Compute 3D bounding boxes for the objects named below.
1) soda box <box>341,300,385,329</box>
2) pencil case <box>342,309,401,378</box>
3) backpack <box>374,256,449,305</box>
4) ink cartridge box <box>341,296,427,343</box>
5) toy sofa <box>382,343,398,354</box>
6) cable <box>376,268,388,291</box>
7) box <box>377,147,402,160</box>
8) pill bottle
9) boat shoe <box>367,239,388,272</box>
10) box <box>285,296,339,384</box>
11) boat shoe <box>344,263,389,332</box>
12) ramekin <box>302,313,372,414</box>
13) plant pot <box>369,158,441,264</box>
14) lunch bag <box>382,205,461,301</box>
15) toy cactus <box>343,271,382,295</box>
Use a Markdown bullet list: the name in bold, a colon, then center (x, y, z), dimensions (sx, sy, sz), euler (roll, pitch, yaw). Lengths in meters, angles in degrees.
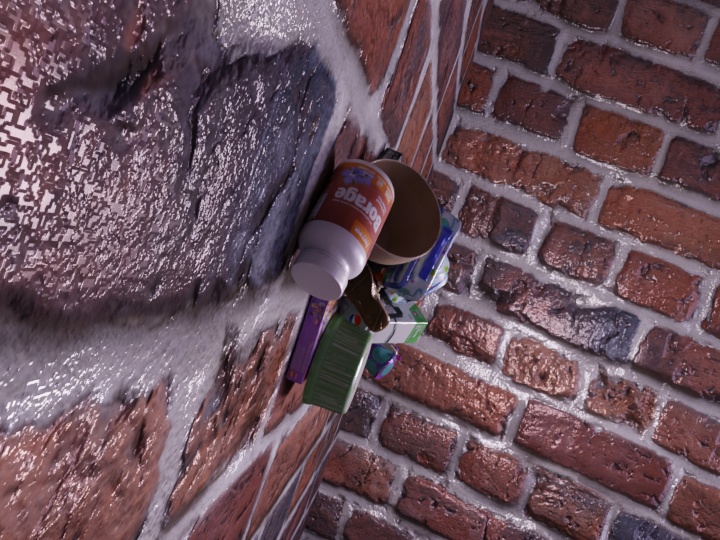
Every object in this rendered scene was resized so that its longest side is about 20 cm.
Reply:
- **soda box**: center (-0.027, 0.140, 1.312), dimensions (0.202, 0.068, 0.063), euler (-53, 173, 14)
- **pencil case**: center (0.014, 0.196, 1.478), dimensions (0.091, 0.200, 0.086), euler (-35, 156, -17)
- **backpack**: center (0.135, -0.003, 1.428), dimensions (0.199, 0.153, 0.165), euler (-39, -152, 22)
- **ink cartridge box**: center (0.063, 0.115, 1.471), dimensions (0.195, 0.148, 0.084), euler (5, 130, -39)
- **toy sofa**: center (0.021, 0.211, 1.590), dimensions (0.195, 0.100, 0.083), euler (-23, -165, 25)
- **cable**: center (0.079, -0.039, 1.291), dimensions (0.097, 0.049, 0.206), euler (-37, 144, -62)
- **box**: center (0.034, -0.170, 1.251), dimensions (0.201, 0.045, 0.163), euler (-59, 167, -54)
- **pill bottle**: center (-0.028, -0.062, 0.832), dimensions (0.113, 0.109, 0.204), euler (100, 13, -58)
- **boat shoe**: center (0.053, -0.085, 1.226), dimensions (0.062, 0.073, 0.205), euler (-31, -149, 43)
- **box**: center (-0.090, 0.118, 1.133), dimensions (0.137, 0.038, 0.206), euler (-35, 144, -78)
- **boat shoe**: center (-0.002, 0.038, 1.165), dimensions (0.205, 0.072, 0.066), euler (68, -8, -25)
- **ramekin**: center (-0.045, 0.206, 1.176), dimensions (0.200, 0.095, 0.206), euler (21, 89, -84)
- **plant pot**: center (0.045, -0.097, 1.086), dimensions (0.134, 0.197, 0.204), euler (-36, -156, 57)
- **lunch bag**: center (0.130, -0.039, 1.177), dimensions (0.204, 0.081, 0.160), euler (-61, -167, -4)
- **toy cactus**: center (0.000, 0.000, 1.292), dimensions (0.166, 0.101, 0.202), euler (-56, -178, 41)
